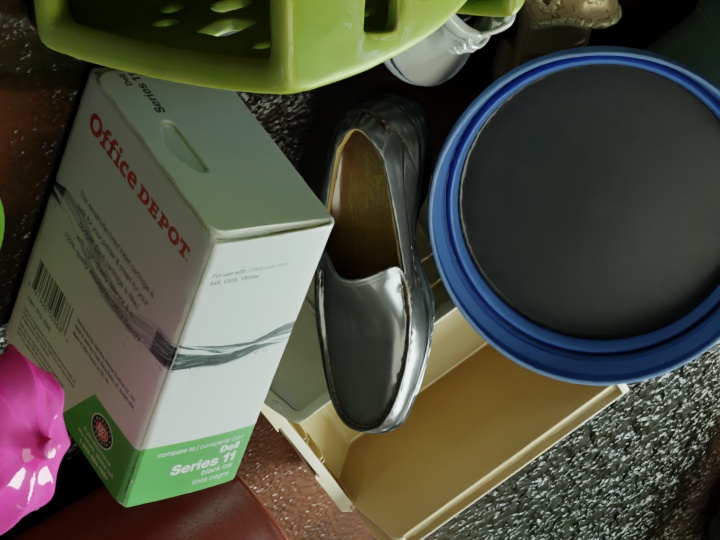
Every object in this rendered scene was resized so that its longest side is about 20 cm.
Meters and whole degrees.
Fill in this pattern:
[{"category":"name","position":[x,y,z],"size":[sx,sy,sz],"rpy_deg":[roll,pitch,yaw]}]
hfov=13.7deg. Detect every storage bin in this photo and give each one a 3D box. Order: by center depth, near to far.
[{"category":"storage bin","position":[0.040,0.059,1.884],"size":[0.198,0.094,0.200],"rpy_deg":[-36,146,-1]}]

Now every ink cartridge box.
[{"category":"ink cartridge box","position":[-0.108,0.005,1.647],"size":[0.083,0.147,0.200],"rpy_deg":[-10,138,-35]}]

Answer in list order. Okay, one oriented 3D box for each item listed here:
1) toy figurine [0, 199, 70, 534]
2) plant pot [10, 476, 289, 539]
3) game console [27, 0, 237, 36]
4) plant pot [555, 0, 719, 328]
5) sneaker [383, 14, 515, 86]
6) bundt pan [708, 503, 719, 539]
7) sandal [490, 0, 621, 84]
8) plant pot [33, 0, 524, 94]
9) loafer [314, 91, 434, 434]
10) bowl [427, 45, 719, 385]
[{"category":"toy figurine","position":[-0.234,0.072,1.582],"size":[0.200,0.184,0.150],"rpy_deg":[-49,143,18]},{"category":"plant pot","position":[-0.141,0.215,1.841],"size":[0.195,0.201,0.201],"rpy_deg":[-36,146,-16]},{"category":"game console","position":[-0.060,-0.190,1.564],"size":[0.177,0.031,0.200],"rpy_deg":[6,127,-45]},{"category":"plant pot","position":[0.208,-0.060,1.824],"size":[0.196,0.201,0.200],"rpy_deg":[-31,146,7]},{"category":"sneaker","position":[0.048,-0.146,1.647],"size":[0.073,0.071,0.200],"rpy_deg":[-41,160,-12]},{"category":"bundt pan","position":[0.352,0.184,2.316],"size":[0.201,0.076,0.202],"rpy_deg":[-23,142,-19]},{"category":"sandal","position":[0.126,-0.155,1.731],"size":[0.077,0.070,0.212],"rpy_deg":[-19,142,-24]},{"category":"plant pot","position":[-0.031,-0.200,1.392],"size":[0.181,0.200,0.200],"rpy_deg":[-15,110,-39]},{"category":"loafer","position":[0.000,0.000,1.730],"size":[0.072,0.073,0.201],"rpy_deg":[-28,118,-68]},{"category":"bowl","position":[0.139,-0.035,1.725],"size":[0.200,0.039,0.201],"rpy_deg":[1,109,4]}]
